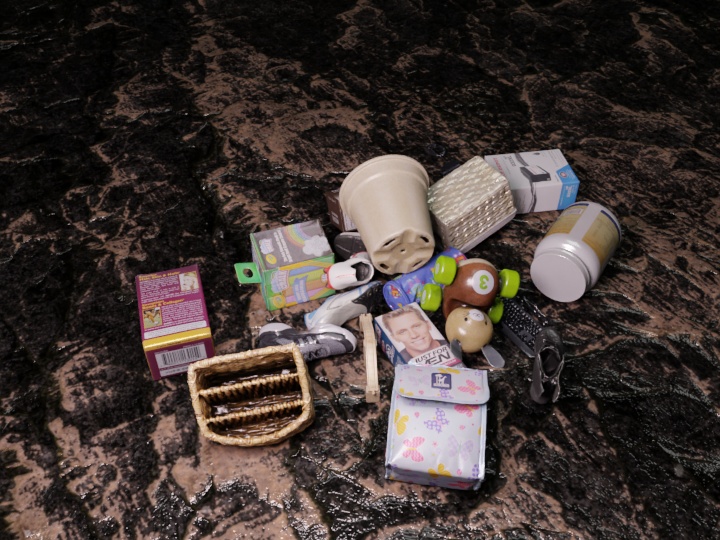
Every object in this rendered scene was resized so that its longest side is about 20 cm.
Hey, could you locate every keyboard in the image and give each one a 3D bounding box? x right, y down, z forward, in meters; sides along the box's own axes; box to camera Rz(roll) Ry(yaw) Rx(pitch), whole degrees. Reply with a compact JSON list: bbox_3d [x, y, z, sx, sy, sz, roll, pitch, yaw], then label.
[{"bbox_3d":[0.326,0.088,1.491,0.103,0.040,0.200,-25,50,-23],"label":"keyboard"}]

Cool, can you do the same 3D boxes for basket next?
[{"bbox_3d":[-0.183,0.224,1.241,0.197,0.149,0.144,-9,69,-2],"label":"basket"},{"bbox_3d":[0.238,-0.148,1.640,0.199,0.124,0.136,-34,51,-10],"label":"basket"}]

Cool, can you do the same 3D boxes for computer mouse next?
[{"bbox_3d":[0.221,-0.275,1.878,0.058,0.034,0.201,-27,43,-3],"label":"computer mouse"}]

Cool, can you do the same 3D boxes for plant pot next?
[{"bbox_3d":[0.069,-0.101,1.493,0.198,0.202,0.185,-8,52,-9],"label":"plant pot"}]

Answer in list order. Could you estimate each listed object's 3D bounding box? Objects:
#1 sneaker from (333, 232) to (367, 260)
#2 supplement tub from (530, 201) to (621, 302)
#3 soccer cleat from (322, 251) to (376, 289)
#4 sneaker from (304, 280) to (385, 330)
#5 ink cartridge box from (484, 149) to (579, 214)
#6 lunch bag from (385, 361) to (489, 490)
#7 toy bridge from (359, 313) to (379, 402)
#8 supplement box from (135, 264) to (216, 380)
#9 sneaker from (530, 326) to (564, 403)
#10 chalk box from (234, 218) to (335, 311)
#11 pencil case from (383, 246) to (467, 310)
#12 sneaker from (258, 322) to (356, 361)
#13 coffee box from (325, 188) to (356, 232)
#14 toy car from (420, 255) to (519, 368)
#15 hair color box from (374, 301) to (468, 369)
[{"bbox_3d":[0.043,-0.062,1.635,0.198,0.076,0.116,13,36,1],"label":"sneaker"},{"bbox_3d":[0.460,-0.041,1.548,0.143,0.145,0.200,25,49,24],"label":"supplement tub"},{"bbox_3d":[0.000,0.000,1.497,0.084,0.070,0.199,-6,6,29],"label":"soccer cleat"},{"bbox_3d":[-0.029,0.069,1.489,0.199,0.073,0.072,-28,43,-30],"label":"sneaker"},{"bbox_3d":[0.413,-0.218,1.775,0.197,0.084,0.146,-6,45,-7],"label":"ink cartridge box"},{"bbox_3d":[0.130,0.255,1.230,0.167,0.128,0.202,7,60,6],"label":"lunch bag"},{"bbox_3d":[0.018,0.158,1.396,0.027,0.068,0.201,-3,43,-3],"label":"toy bridge"},{"bbox_3d":[-0.366,0.099,1.431,0.129,0.104,0.201,-11,46,-11],"label":"supplement box"},{"bbox_3d":[0.355,0.169,1.349,0.059,0.105,0.201,12,53,10],"label":"sneaker"},{"bbox_3d":[-0.163,-0.007,1.529,0.198,0.125,0.125,-14,46,-13],"label":"chalk box"},{"bbox_3d":[0.144,0.024,1.530,0.199,0.088,0.078,-27,8,-26],"label":"pencil case"},{"bbox_3d":[-0.109,0.165,1.388,0.197,0.076,0.115,2,44,11],"label":"sneaker"},{"bbox_3d":[0.031,-0.159,1.691,0.198,0.081,0.114,-14,19,-14],"label":"coffee box"},{"bbox_3d":[0.214,0.093,1.383,0.162,0.159,0.201,11,45,-10],"label":"toy car"},{"bbox_3d":[0.114,0.160,1.400,0.099,0.061,0.200,-20,47,-20],"label":"hair color box"}]
